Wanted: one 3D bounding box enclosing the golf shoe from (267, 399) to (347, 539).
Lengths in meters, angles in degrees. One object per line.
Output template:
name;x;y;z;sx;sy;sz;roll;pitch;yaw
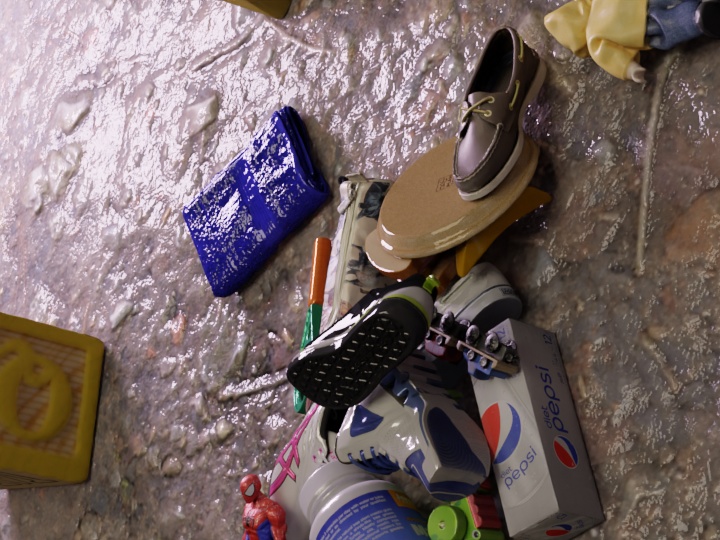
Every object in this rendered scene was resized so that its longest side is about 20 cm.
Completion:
golf shoe;-0.043;0.192;1.778;0.092;0.072;0.200;-148;77;-77

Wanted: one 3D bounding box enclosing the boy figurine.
boy figurine;0.258;-0.232;1.625;0.200;0.064;0.125;-7;72;47

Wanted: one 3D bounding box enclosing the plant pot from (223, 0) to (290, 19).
plant pot;-0.177;-0.443;2.097;0.200;0.176;0.200;26;97;48

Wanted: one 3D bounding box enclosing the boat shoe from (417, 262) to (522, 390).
boat shoe;0.068;0.064;1.721;0.202;0.075;0.086;-47;47;22

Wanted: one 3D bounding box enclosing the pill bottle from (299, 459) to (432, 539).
pill bottle;0.019;0.275;1.671;0.112;0.112;0.200;-55;43;18

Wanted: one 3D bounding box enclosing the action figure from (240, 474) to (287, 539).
action figure;-0.096;0.307;1.776;0.065;0.052;0.200;-1;100;52

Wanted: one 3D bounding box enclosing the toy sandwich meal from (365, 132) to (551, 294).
toy sandwich meal;0.100;-0.059;1.722;0.205;0.070;0.205;-27;29;17

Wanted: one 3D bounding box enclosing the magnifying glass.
magnifying glass;-0.051;0.059;1.877;0.080;0.022;0.200;126;154;-64

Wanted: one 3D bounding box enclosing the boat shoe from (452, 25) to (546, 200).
boat shoe;0.127;-0.155;1.686;0.072;0.060;0.200;-9;44;38

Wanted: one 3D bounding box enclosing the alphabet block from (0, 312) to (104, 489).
alphabet block;-0.467;0.168;2.186;0.200;0.196;0.196;-10;71;46

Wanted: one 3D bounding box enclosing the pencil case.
pencil case;0.000;0.000;1.808;0.078;0.089;0.200;0;77;48

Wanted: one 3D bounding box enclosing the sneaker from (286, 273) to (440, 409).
sneaker;0.011;0.064;1.609;0.200;0.072;0.083;-33;17;45

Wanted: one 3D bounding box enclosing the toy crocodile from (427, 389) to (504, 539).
toy crocodile;0.098;0.206;1.641;0.062;0.067;0.200;-40;50;32

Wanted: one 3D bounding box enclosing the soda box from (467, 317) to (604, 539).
soda box;0.158;0.148;1.595;0.063;0.068;0.200;-36;53;35

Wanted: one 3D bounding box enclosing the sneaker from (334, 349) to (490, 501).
sneaker;0.042;0.162;1.621;0.115;0.080;0.200;-57;36;21

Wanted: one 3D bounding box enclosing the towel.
towel;-0.128;-0.081;2.009;0.200;0.050;0.148;-46;46;28

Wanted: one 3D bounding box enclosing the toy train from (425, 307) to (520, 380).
toy train;0.080;0.062;1.637;0.200;0.034;0.046;24;94;51
